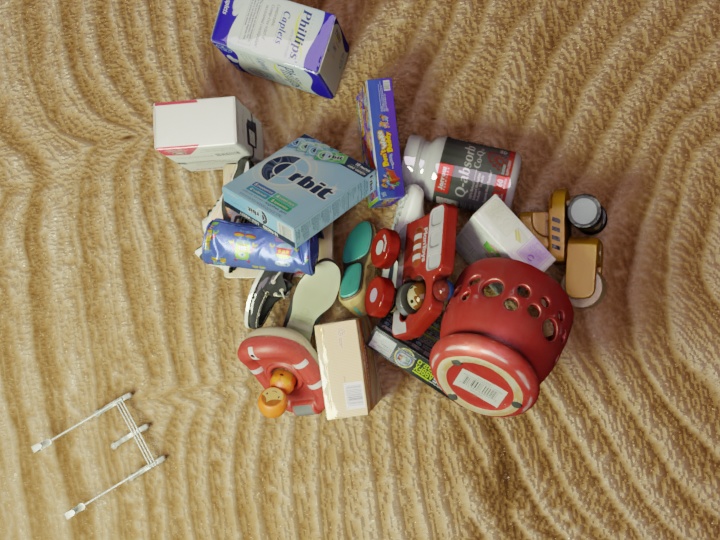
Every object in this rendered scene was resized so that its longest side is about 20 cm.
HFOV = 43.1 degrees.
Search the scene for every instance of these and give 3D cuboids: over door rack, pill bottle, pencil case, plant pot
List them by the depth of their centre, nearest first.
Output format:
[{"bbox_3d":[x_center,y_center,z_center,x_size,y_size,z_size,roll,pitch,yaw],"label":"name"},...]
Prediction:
[{"bbox_3d":[0.215,0.110,1.415,0.198,0.202,0.183,25,51,7],"label":"plant pot"},{"bbox_3d":[-0.162,-0.042,1.505,0.197,0.078,0.088,5,114,6],"label":"pencil case"},{"bbox_3d":[0.172,-0.167,1.581,0.197,0.116,0.118,13,90,7],"label":"pill bottle"},{"bbox_3d":[-0.477,0.334,1.667,0.198,0.067,0.149,-29,86,-15],"label":"over door rack"}]

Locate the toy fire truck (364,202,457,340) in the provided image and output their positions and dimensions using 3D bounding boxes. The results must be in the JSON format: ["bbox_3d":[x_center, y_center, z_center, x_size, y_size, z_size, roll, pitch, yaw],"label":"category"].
[{"bbox_3d":[0.096,0.005,1.467,0.111,0.168,0.203,14,71,-24],"label":"toy fire truck"}]

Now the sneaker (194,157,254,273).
[{"bbox_3d":[-0.234,-0.101,1.582,0.079,0.074,0.203,16,90,9],"label":"sneaker"}]

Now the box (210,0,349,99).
[{"bbox_3d":[-0.135,-0.395,1.589,0.197,0.184,0.106,18,90,7],"label":"box"}]

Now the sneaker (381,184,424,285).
[{"bbox_3d":[0.090,-0.056,1.590,0.079,0.077,0.202,13,122,1],"label":"sneaker"}]

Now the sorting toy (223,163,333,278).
[{"bbox_3d":[-0.143,-0.088,1.642,0.196,0.070,0.203,-1,88,7],"label":"sorting toy"}]

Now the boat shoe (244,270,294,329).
[{"bbox_3d":[-0.141,0.013,1.571,0.060,0.074,0.202,21,83,11],"label":"boat shoe"}]

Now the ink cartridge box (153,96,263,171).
[{"bbox_3d":[-0.261,-0.235,1.594,0.142,0.200,0.086,-3,85,7],"label":"ink cartridge box"}]

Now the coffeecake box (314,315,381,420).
[{"bbox_3d":[-0.018,0.161,1.556,0.072,0.200,0.156,-8,88,7],"label":"coffeecake box"}]

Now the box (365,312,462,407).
[{"bbox_3d":[0.123,0.131,1.559,0.199,0.160,0.045,32,118,5],"label":"box"}]

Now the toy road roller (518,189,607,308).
[{"bbox_3d":[0.345,-0.037,1.560,0.144,0.123,0.203,0,87,21],"label":"toy road roller"}]

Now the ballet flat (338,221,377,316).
[{"bbox_3d":[0.000,0.000,1.597,0.068,0.202,0.063,-16,129,27],"label":"ballet flat"}]

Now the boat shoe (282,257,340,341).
[{"bbox_3d":[-0.088,0.058,1.598,0.070,0.063,0.202,21,117,-5],"label":"boat shoe"}]

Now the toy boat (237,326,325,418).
[{"bbox_3d":[-0.137,0.194,1.565,0.129,0.132,0.201,-11,126,32],"label":"toy boat"}]

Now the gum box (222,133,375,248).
[{"bbox_3d":[-0.100,-0.137,1.512,0.169,0.045,0.199,30,50,30],"label":"gum box"}]

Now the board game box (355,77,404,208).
[{"bbox_3d":[0.033,-0.218,1.587,0.044,0.134,0.203,-6,88,-8],"label":"board game box"}]

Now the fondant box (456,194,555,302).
[{"bbox_3d":[0.235,-0.032,1.527,0.058,0.200,0.145,-41,85,-10],"label":"fondant box"}]
